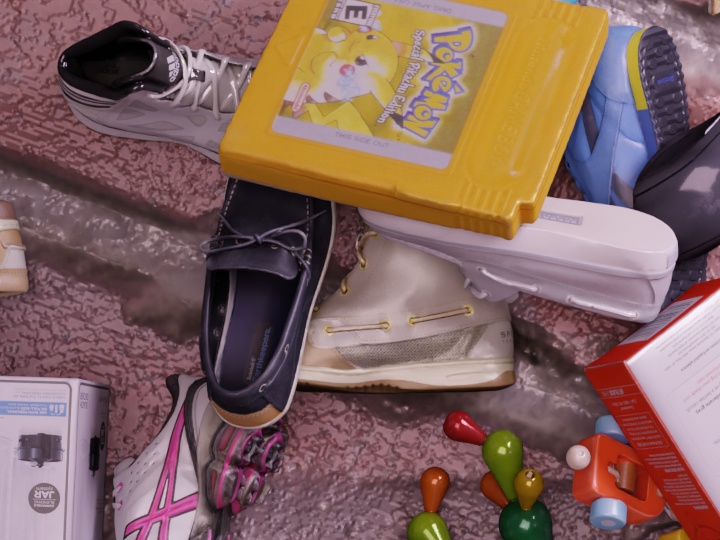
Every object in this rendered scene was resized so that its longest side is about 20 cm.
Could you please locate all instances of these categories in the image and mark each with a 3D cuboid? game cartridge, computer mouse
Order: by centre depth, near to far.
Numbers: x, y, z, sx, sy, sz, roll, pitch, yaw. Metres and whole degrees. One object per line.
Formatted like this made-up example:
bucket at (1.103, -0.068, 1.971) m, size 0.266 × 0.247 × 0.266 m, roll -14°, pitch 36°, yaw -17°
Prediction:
game cartridge at (0.034, -0.111, 1.608) m, size 0.199 × 0.033 × 0.177 m, roll 12°, pitch 56°, yaw 16°
computer mouse at (0.242, -0.104, 1.619) m, size 0.199 × 0.046 × 0.141 m, roll -32°, pitch 101°, yaw -18°

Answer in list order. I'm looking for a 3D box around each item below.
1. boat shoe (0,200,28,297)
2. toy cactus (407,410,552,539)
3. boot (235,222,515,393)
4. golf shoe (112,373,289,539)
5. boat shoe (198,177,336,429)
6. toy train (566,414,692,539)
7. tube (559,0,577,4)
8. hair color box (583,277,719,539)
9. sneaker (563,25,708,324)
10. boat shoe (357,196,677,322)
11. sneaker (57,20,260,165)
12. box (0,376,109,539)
boat shoe at (-0.312, 0.016, 1.690) m, size 0.198 × 0.072 × 0.077 m, roll -16°, pitch 86°, yaw 3°
toy cactus at (0.092, 0.201, 1.638) m, size 0.164 × 0.102 × 0.201 m, roll 16°, pitch 79°, yaw -4°
boot at (0.000, 0.000, 1.664) m, size 0.198 × 0.072 × 0.156 m, roll 1°, pitch 86°, yaw 0°
golf shoe at (-0.123, 0.163, 1.669) m, size 0.092 × 0.073 × 0.201 m, roll 22°, pitch 82°, yaw 25°
boat shoe at (-0.060, -0.005, 1.609) m, size 0.074 × 0.062 × 0.202 m, roll 5°, pitch 77°, yaw 15°
toy train at (0.169, 0.200, 1.610) m, size 0.150 × 0.055 × 0.201 m, roll 22°, pitch 59°, yaw -33°
tube at (0.109, -0.181, 1.685) m, size 0.077 × 0.050 × 0.201 m, roll 33°, pitch 84°, yaw -1°
hair color box at (0.235, 0.115, 1.604) m, size 0.101 × 0.061 × 0.201 m, roll -34°, pitch 96°, yaw -21°
sneaker at (0.170, -0.055, 1.666) m, size 0.078 × 0.066 × 0.202 m, roll -7°, pitch 93°, yaw 35°
boat shoe at (0.093, -0.011, 1.606) m, size 0.198 × 0.072 × 0.069 m, roll 8°, pitch 119°, yaw 4°
sneaker at (-0.099, -0.109, 1.658) m, size 0.199 × 0.115 × 0.076 m, roll 6°, pitch 86°, yaw 5°
box at (-0.200, 0.169, 1.646) m, size 0.060 × 0.117 × 0.202 m, roll 1°, pitch 87°, yaw 5°
